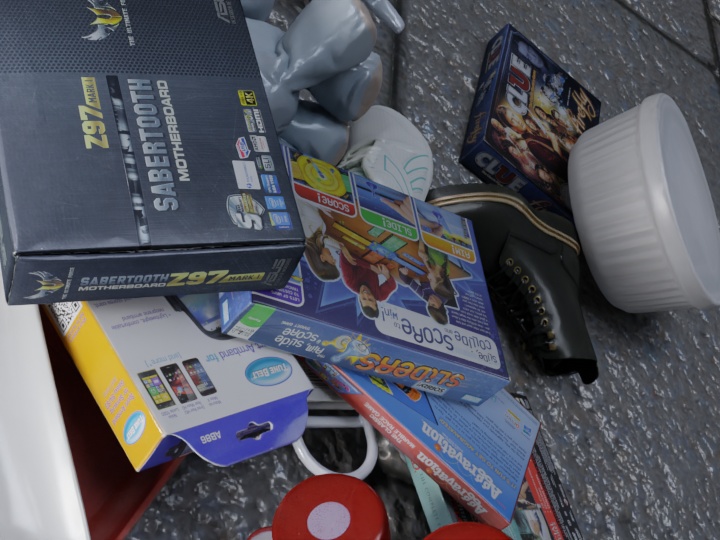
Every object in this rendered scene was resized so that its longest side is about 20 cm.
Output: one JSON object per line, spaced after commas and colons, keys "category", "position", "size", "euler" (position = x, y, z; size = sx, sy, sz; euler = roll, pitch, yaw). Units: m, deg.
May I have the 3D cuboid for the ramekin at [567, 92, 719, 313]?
{"category": "ramekin", "position": [0.262, -0.054, 1.102], "size": [0.202, 0.093, 0.205], "euler": [41, 41, -49]}

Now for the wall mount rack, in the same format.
{"category": "wall mount rack", "position": [-0.026, 0.060, 0.805], "size": [0.172, 0.074, 0.202], "euler": [7, 57, -36]}

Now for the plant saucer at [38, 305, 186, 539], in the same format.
{"category": "plant saucer", "position": [-0.207, 0.084, 0.637], "size": [0.200, 0.037, 0.200], "euler": [46, 40, -8]}

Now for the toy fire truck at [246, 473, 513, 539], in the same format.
{"category": "toy fire truck", "position": [0.001, 0.219, 0.643], "size": [0.198, 0.113, 0.169], "euler": [15, 48, 21]}

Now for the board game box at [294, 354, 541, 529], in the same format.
{"category": "board game box", "position": [0.032, 0.069, 0.776], "size": [0.200, 0.019, 0.103], "euler": [43, 36, -8]}

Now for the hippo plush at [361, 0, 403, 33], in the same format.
{"category": "hippo plush", "position": [-0.066, -0.310, 1.010], "size": [0.159, 0.203, 0.159], "euler": [-12, 27, -28]}

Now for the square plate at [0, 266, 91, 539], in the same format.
{"category": "square plate", "position": [-0.239, 0.062, 0.573], "size": [0.196, 0.028, 0.202], "euler": [3, 59, -43]}

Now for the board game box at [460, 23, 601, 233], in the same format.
{"category": "board game box", "position": [0.170, -0.137, 1.166], "size": [0.135, 0.035, 0.201], "euler": [36, 42, -18]}

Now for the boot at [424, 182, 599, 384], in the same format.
{"category": "boot", "position": [0.125, 0.014, 0.982], "size": [0.198, 0.077, 0.140], "euler": [11, 59, -37]}

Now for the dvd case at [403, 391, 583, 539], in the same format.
{"category": "dvd case", "position": [0.094, 0.150, 0.846], "size": [0.199, 0.022, 0.148], "euler": [17, 49, -57]}

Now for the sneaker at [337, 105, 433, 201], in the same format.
{"category": "sneaker", "position": [0.013, -0.066, 0.911], "size": [0.080, 0.070, 0.202], "euler": [42, 29, -39]}

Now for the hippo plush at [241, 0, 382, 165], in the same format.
{"category": "hippo plush", "position": [-0.098, -0.142, 0.859], "size": [0.199, 0.160, 0.161], "euler": [-33, 61, -29]}

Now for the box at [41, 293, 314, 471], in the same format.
{"category": "box", "position": [-0.113, 0.029, 0.690], "size": [0.118, 0.042, 0.201], "euler": [-11, 62, -48]}

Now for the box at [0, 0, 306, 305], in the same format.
{"category": "box", "position": [-0.128, -0.081, 0.664], "size": [0.156, 0.051, 0.202], "euler": [-3, 59, -24]}

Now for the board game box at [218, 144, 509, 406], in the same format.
{"category": "board game box", "position": [0.000, 0.000, 0.759], "size": [0.198, 0.034, 0.137], "euler": [20, 45, -32]}
